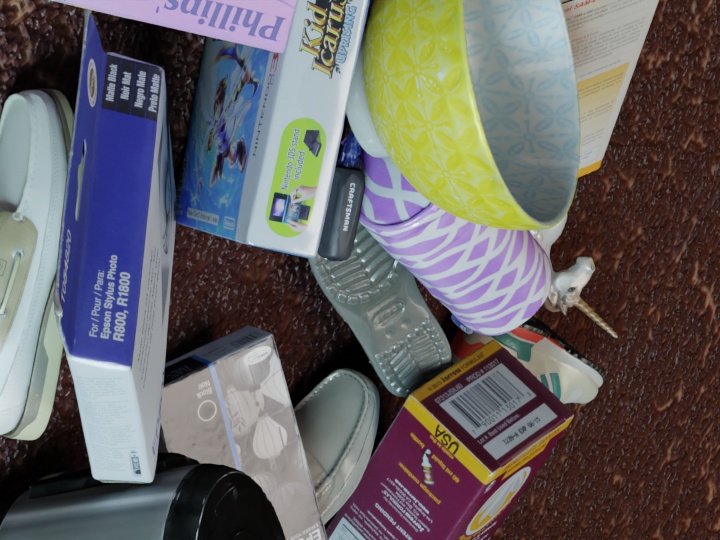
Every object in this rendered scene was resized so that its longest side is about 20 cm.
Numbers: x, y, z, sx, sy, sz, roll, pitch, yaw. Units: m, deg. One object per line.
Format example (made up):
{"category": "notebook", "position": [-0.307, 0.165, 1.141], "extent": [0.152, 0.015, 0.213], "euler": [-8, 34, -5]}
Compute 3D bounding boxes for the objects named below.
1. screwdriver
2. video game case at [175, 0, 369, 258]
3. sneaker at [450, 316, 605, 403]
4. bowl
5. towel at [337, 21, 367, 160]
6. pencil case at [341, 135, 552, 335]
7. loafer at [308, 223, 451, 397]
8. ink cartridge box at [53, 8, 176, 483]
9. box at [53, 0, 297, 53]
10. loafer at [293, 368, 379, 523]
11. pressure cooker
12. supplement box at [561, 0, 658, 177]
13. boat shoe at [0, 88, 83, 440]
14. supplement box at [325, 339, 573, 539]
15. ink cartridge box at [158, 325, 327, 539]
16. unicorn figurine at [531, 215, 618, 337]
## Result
{"category": "screwdriver", "position": [0.002, -0.104, 1.407], "extent": [0.028, 0.029, 0.201], "euler": [-44, 148, -82]}
{"category": "video game case", "position": [-0.055, -0.107, 1.303], "extent": [0.045, 0.200, 0.182], "euler": [12, 91, -18]}
{"category": "sneaker", "position": [0.122, 0.084, 1.782], "extent": [0.093, 0.070, 0.200], "euler": [-52, 148, 4]}
{"category": "bowl", "position": [0.052, -0.115, 1.354], "extent": [0.200, 0.107, 0.201], "euler": [-9, 90, -66]}
{"category": "towel", "position": [-0.031, -0.128, 1.419], "extent": [0.148, 0.049, 0.201], "euler": [-21, 124, -83]}
{"category": "pencil case", "position": [0.061, -0.027, 1.498], "extent": [0.084, 0.086, 0.200], "euler": [-37, 146, 6]}
{"category": "loafer", "position": [0.000, 0.000, 1.563], "extent": [0.075, 0.070, 0.200], "euler": [-27, 121, -10]}
{"category": "ink cartridge box", "position": [-0.133, -0.011, 1.245], "extent": [0.200, 0.040, 0.200], "euler": [89, 3, -61]}
{"category": "box", "position": [-0.112, -0.236, 1.188], "extent": [0.175, 0.097, 0.201], "euler": [11, 99, -29]}
{"category": "loafer", "position": [-0.052, 0.152, 1.550], "extent": [0.200, 0.070, 0.070], "euler": [-60, 153, -15]}
{"category": "pressure cooker", "position": [-0.155, 0.209, 1.328], "extent": [0.179, 0.199, 0.176], "euler": [-63, 139, -60]}
{"category": "supplement box", "position": [0.124, -0.144, 1.546], "extent": [0.126, 0.074, 0.200], "euler": [-22, 146, -31]}
{"category": "boat shoe", "position": [-0.203, -0.007, 1.247], "extent": [0.068, 0.075, 0.201], "euler": [8, 84, -31]}
{"category": "supplement box", "position": [0.057, 0.161, 1.623], "extent": [0.110, 0.086, 0.200], "euler": [-29, 156, -45]}
{"category": "ink cartridge box", "position": [-0.082, 0.147, 1.471], "extent": [0.099, 0.039, 0.201], "euler": [-26, 113, -28]}
{"category": "unicorn figurine", "position": [0.138, -0.049, 1.731], "extent": [0.200, 0.074, 0.138], "euler": [25, 85, -40]}
